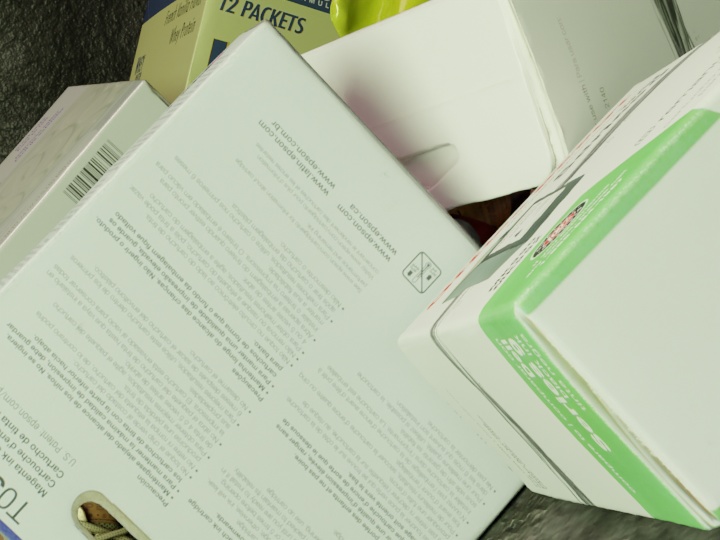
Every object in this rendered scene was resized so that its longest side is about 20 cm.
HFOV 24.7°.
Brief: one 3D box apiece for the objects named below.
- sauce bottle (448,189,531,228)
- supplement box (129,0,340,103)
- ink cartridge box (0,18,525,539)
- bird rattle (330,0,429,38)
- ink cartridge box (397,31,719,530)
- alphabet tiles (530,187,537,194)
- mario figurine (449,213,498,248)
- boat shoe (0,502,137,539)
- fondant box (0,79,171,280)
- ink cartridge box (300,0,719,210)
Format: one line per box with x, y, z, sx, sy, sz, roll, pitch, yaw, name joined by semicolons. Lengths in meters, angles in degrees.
0.000;0.000;0.810;0.200;0.065;0.065;-40;11;-25;sauce bottle
-0.077;-0.079;1.067;0.200;0.133;0.202;178;106;-70;supplement box
-0.038;0.047;0.615;0.200;0.196;0.043;-46;13;-11;ink cartridge box
0.048;-0.093;0.925;0.162;0.113;0.202;-20;-46;-34;bird rattle
0.099;-0.002;0.524;0.146;0.084;0.200;-45;2;-10;ink cartridge box
0.099;-0.050;0.892;0.195;0.015;0.200;-40;14;19;alphabet tiles
0.007;0.050;0.705;0.199;0.107;0.123;-36;10;-27;mario figurine
-0.134;0.125;0.723;0.074;0.075;0.201;-51;54;22;boat shoe
-0.172;-0.035;0.931;0.145;0.058;0.200;-51;19;-10;fondant box
0.084;-0.094;0.737;0.146;0.087;0.199;-14;8;46;ink cartridge box
